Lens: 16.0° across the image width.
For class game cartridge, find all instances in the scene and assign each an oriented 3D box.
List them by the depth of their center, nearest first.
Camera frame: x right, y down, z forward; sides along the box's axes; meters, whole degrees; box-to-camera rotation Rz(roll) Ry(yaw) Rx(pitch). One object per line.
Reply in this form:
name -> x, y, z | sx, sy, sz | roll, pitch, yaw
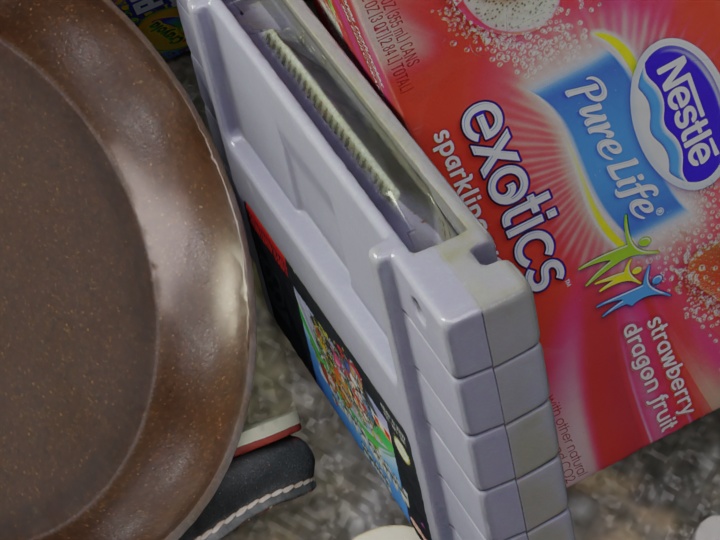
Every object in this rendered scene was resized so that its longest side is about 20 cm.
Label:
game cartridge -> 0.000, 0.000, 0.734 | 0.038, 0.130, 0.200 | -20, 42, -14

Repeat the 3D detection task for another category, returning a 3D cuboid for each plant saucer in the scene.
plant saucer -> -0.114, -0.003, 0.717 | 0.034, 0.199, 0.202 | -23, 71, 41

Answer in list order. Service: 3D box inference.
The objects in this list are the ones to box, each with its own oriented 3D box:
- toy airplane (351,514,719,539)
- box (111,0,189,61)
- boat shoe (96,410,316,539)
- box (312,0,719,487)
toy airplane -> 0.100, 0.156, 0.724 | 0.198, 0.141, 0.201 | -10, 75, 1
box -> -0.034, -0.206, 0.831 | 0.191, 0.122, 0.201 | -25, 76, -1
boat shoe -> -0.093, 0.114, 0.784 | 0.199, 0.071, 0.063 | -33, 83, -3
box -> 0.054, -0.052, 0.747 | 0.099, 0.096, 0.201 | -26, 119, -4
